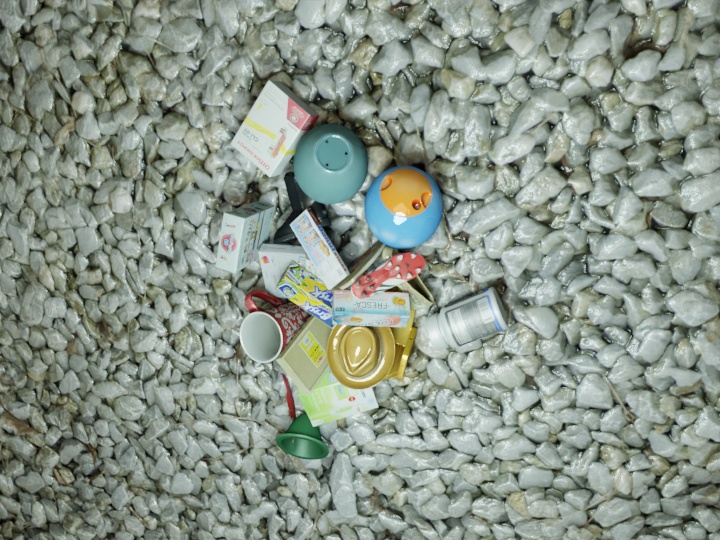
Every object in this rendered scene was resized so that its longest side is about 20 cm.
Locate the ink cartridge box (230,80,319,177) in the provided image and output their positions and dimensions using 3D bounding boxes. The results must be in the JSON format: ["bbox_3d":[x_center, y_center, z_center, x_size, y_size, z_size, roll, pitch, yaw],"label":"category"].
[{"bbox_3d":[-0.226,-0.370,1.620,0.144,0.083,0.201,39,110,2],"label":"ink cartridge box"}]

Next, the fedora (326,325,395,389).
[{"bbox_3d":[-0.004,0.205,1.583,0.195,0.082,0.206,-1,83,9],"label":"fedora"}]

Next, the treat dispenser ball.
[{"bbox_3d":[0.107,-0.157,1.530,0.196,0.201,0.206,3,105,13],"label":"treat dispenser ball"}]

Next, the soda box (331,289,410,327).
[{"bbox_3d":[0.026,0.097,1.555,0.195,0.070,0.064,3,147,-7],"label":"soda box"}]

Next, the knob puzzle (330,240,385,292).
[{"bbox_3d":[0.000,0.000,1.598,0.219,0.220,0.031,-41,99,20],"label":"knob puzzle"}]

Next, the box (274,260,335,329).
[{"bbox_3d":[-0.127,0.068,1.661,0.198,0.071,0.064,35,132,-11],"label":"box"}]

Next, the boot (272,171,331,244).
[{"bbox_3d":[-0.175,-0.175,1.665,0.197,0.076,0.172,-19,86,34],"label":"boot"}]

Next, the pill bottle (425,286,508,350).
[{"bbox_3d":[0.275,0.131,1.608,0.196,0.114,0.116,-23,98,18],"label":"pill bottle"}]

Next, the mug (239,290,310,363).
[{"bbox_3d":[-0.224,0.137,1.683,0.130,0.199,0.182,-3,97,23],"label":"mug"}]

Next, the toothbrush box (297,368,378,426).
[{"bbox_3d":[-0.064,0.331,1.707,0.195,0.087,0.148,-17,129,1],"label":"toothbrush box"}]

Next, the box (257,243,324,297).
[{"bbox_3d":[-0.174,0.007,1.700,0.195,0.042,0.159,3,126,13],"label":"box"}]

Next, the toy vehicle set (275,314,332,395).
[{"bbox_3d":[-0.129,0.217,1.646,0.026,0.201,0.125,-22,110,42],"label":"toy vehicle set"}]

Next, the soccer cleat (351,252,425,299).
[{"bbox_3d":[0.065,0.012,1.507,0.197,0.085,0.070,-27,90,-6],"label":"soccer cleat"}]

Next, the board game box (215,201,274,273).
[{"bbox_3d":[-0.307,-0.094,1.650,0.063,0.200,0.151,17,107,9],"label":"board game box"}]

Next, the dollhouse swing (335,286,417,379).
[{"bbox_3d":[0.050,0.149,1.648,0.195,0.183,0.179,16,127,10],"label":"dollhouse swing"}]

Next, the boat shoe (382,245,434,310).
[{"bbox_3d":[0.122,0.015,1.579,0.062,0.074,0.201,-13,126,35],"label":"boat shoe"}]

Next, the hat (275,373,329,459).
[{"bbox_3d":[-0.161,0.443,1.849,0.161,0.179,0.202,3,142,11],"label":"hat"}]

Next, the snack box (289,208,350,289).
[{"bbox_3d":[-0.106,-0.055,1.590,0.071,0.024,0.202,-36,82,32],"label":"snack box"}]

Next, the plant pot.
[{"bbox_3d":[-0.072,-0.278,1.540,0.195,0.135,0.206,0,87,-5],"label":"plant pot"}]
